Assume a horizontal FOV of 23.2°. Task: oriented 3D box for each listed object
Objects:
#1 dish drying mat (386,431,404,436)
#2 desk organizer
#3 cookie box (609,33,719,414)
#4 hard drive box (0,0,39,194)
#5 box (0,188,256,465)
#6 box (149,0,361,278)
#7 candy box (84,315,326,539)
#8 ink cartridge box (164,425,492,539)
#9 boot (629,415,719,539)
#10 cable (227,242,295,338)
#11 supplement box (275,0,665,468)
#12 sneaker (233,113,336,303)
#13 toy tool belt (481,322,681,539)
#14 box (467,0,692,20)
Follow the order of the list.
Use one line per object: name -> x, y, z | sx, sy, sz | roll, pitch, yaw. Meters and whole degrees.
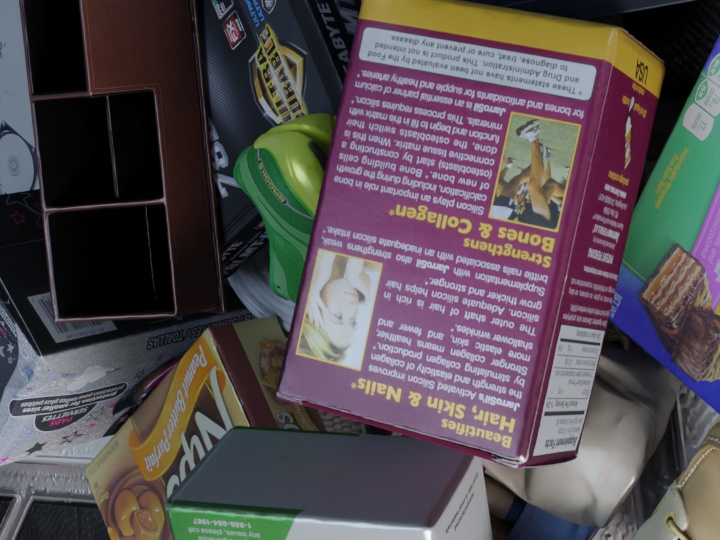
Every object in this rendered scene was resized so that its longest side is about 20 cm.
dish drying mat -> 0.042, 0.153, 1.073 | 0.076, 0.018, 0.202 | 13, 108, 43
desk organizer -> -0.136, -0.071, 0.999 | 0.071, 0.077, 0.202 | 2, 100, 48
cookie box -> 0.227, 0.003, 0.818 | 0.200, 0.075, 0.172 | 42, 125, 30
hard drive box -> -0.235, -0.123, 1.247 | 0.155, 0.076, 0.202 | 20, 112, 40
box -> -0.173, 0.028, 1.130 | 0.132, 0.199, 0.115 | 52, 131, 23
box -> -0.079, -0.124, 1.020 | 0.198, 0.049, 0.201 | -37, 69, 43
candy box -> -0.095, 0.128, 1.096 | 0.200, 0.055, 0.116 | -45, 64, 45
ink cartridge box -> -0.003, 0.189, 0.901 | 0.145, 0.083, 0.202 | 2, 116, 23
boot -> 0.136, 0.159, 0.839 | 0.072, 0.154, 0.201 | 49, 158, 27
cable -> -0.013, -0.048, 1.048 | 0.199, 0.069, 0.202 | 23, 114, 39
supplement box -> 0.055, -0.020, 0.834 | 0.130, 0.103, 0.202 | 14, 91, 23
sneaker -> 0.000, 0.000, 0.953 | 0.083, 0.074, 0.201 | -4, 126, 42
toy tool belt -> 0.076, 0.102, 0.946 | 0.122, 0.125, 0.201 | 32, 125, 6
box -> 0.102, -0.197, 0.858 | 0.199, 0.079, 0.142 | -1, 113, 54
